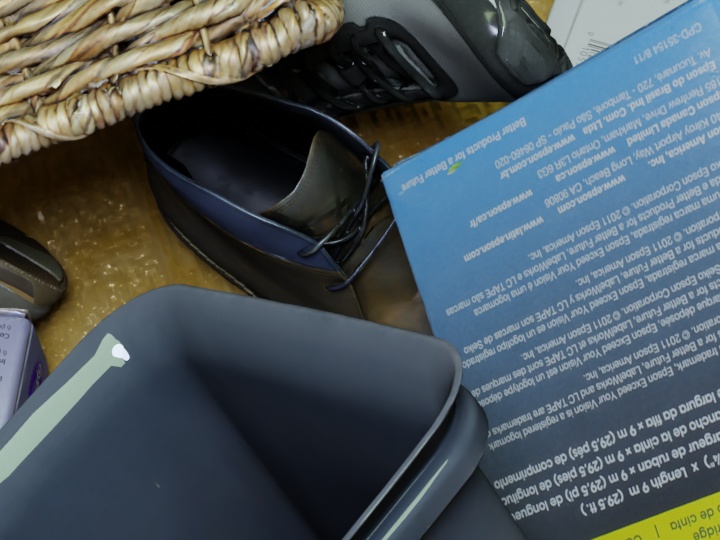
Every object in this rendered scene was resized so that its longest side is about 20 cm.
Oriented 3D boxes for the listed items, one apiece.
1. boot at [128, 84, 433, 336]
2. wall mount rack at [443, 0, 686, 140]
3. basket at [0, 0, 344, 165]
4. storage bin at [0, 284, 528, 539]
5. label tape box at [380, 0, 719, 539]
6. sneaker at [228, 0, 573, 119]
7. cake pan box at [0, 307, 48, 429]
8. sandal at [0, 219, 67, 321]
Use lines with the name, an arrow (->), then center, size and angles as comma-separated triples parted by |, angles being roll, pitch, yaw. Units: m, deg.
boot -> 0.000, 0.000, 0.757 | 0.200, 0.097, 0.075 | 30, 83, 17
wall mount rack -> 0.129, -0.062, 0.808 | 0.173, 0.075, 0.200 | 17, 65, 13
basket -> -0.111, -0.088, 0.734 | 0.200, 0.143, 0.149 | -22, 75, 1
storage bin -> -0.026, 0.107, 0.652 | 0.146, 0.134, 0.200 | -49, 28, -20
label tape box -> 0.103, 0.033, 0.670 | 0.063, 0.144, 0.200 | -5, 73, -48
sneaker -> 0.002, -0.081, 0.781 | 0.079, 0.074, 0.200 | -52, 32, -13
cake pan box -> -0.221, 0.097, 0.746 | 0.200, 0.052, 0.184 | 4, 62, 3
sandal -> -0.205, -0.018, 0.798 | 0.200, 0.080, 0.054 | 25, 103, 4
